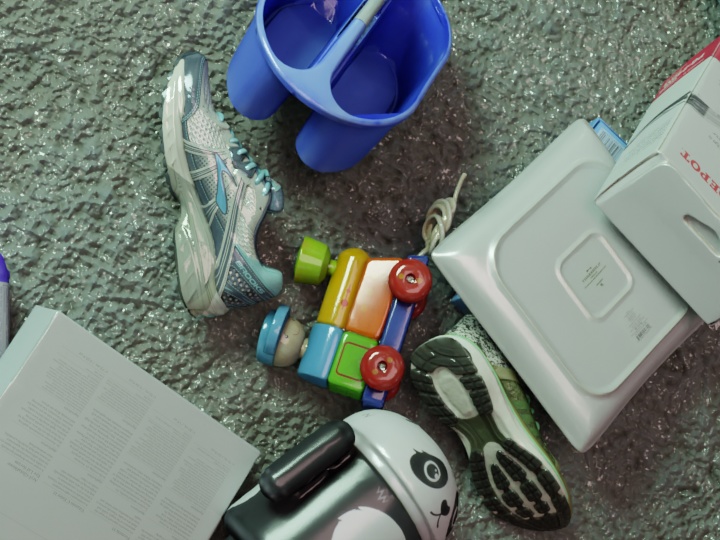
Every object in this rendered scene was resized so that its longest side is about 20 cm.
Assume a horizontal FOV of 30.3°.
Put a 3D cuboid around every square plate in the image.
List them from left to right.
[{"bbox_3d":[0.181,0.006,1.055,0.200,0.028,0.199,-41,96,-27],"label":"square plate"}]

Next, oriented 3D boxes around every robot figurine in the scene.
[{"bbox_3d":[-0.019,0.193,0.985,0.199,0.150,0.125,-36,80,-16],"label":"robot figurine"}]

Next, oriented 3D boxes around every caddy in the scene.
[{"bbox_3d":[-0.011,-0.173,1.014,0.141,0.105,0.201,36,48,-6],"label":"caddy"}]

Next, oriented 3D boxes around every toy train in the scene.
[{"bbox_3d":[0.000,0.000,1.046,0.115,0.085,0.202,18,77,3],"label":"toy train"}]

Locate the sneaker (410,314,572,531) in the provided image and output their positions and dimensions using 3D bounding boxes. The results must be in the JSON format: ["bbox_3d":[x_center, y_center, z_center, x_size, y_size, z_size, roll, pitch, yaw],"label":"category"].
[{"bbox_3d":[0.121,0.118,1.062,0.201,0.077,0.089,60,40,-16],"label":"sneaker"}]

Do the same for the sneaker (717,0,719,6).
[{"bbox_3d":[0.301,-0.279,1.156,0.129,0.080,0.202,10,71,-15],"label":"sneaker"}]

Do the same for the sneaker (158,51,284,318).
[{"bbox_3d":[-0.102,-0.068,1.017,0.086,0.078,0.202,-7,94,2],"label":"sneaker"}]

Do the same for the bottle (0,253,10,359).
[{"bbox_3d":[-0.295,0.085,0.958,0.083,0.065,0.202,1,83,-13],"label":"bottle"}]

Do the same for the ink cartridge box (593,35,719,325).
[{"bbox_3d":[0.291,-0.076,1.080,0.145,0.083,0.200,45,47,-7],"label":"ink cartridge box"}]

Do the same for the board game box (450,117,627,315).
[{"bbox_3d":[0.192,-0.002,1.112,0.151,0.037,0.200,41,74,-7],"label":"board game box"}]

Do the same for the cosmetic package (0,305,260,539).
[{"bbox_3d":[-0.190,0.143,0.953,0.200,0.052,0.151,40,72,-29],"label":"cosmetic package"}]
